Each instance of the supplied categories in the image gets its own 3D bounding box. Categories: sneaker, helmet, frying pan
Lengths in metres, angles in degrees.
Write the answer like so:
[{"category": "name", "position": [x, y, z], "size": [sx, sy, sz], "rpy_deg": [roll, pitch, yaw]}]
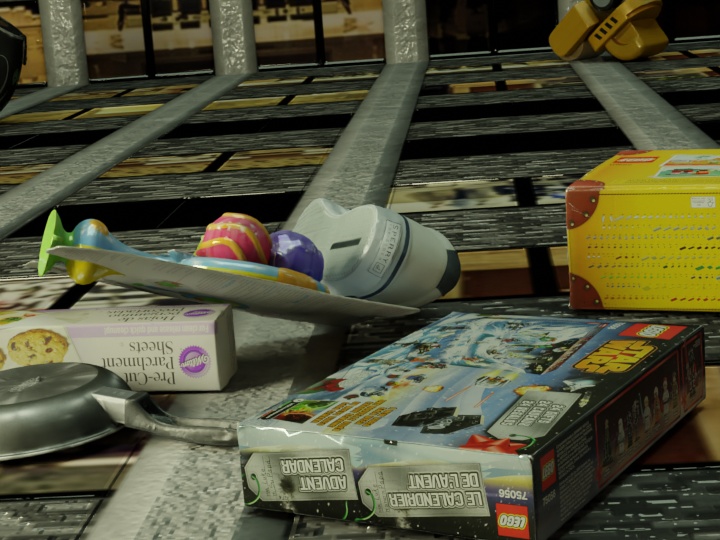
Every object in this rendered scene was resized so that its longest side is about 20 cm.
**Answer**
[{"category": "sneaker", "position": [0.000, 0.000, 0.970], "size": [0.070, 0.074, 0.200], "rpy_deg": [26, -5, -18]}, {"category": "helmet", "position": [-0.608, -0.304, 2.296], "size": [0.199, 0.192, 0.200], "rpy_deg": [31, 7, -4]}, {"category": "frying pan", "position": [-0.140, 0.072, 0.749], "size": [0.114, 0.031, 0.189], "rpy_deg": [-17, 15, -42]}]

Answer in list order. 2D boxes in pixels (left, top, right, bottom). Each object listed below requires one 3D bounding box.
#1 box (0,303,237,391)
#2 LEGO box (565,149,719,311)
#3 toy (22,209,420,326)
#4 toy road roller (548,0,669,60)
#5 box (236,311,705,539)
[{"category": "box", "position": [-0.168, 0.044, 0.851], "size": [0.198, 0.042, 0.039], "rpy_deg": [-1, 12, 10]}, {"category": "LEGO box", "position": [0.239, -0.028, 0.953], "size": [0.198, 0.078, 0.149], "rpy_deg": [1, 13, 23]}, {"category": "toy", "position": [-0.077, -0.006, 0.853], "size": [0.198, 0.048, 0.115], "rpy_deg": [8, -8, -21]}, {"category": "toy road roller", "position": [0.436, -0.407, 2.655], "size": [0.122, 0.147, 0.200], "rpy_deg": [-15, -22, -41]}, {"category": "box", "position": [0.057, 0.062, 0.686], "size": [0.136, 0.040, 0.200], "rpy_deg": [2, 13, 31]}]
